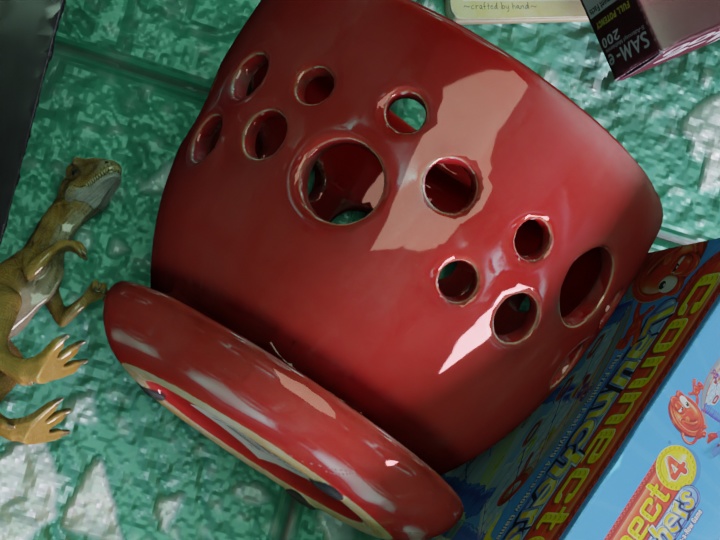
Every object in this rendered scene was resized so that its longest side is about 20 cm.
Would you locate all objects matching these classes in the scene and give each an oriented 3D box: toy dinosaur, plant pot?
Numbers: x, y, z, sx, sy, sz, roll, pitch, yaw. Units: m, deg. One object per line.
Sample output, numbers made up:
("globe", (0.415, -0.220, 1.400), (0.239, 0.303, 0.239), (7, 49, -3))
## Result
("toy dinosaur", (-0.175, 0.031, 0.898), (0.200, 0.061, 0.106), (-37, 58, -17))
("plant pot", (0.000, 0.000, 0.864), (0.200, 0.200, 0.183), (35, 79, -6))

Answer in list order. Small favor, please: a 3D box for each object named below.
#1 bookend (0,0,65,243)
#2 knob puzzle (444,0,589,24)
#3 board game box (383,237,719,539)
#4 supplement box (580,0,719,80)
("bookend", (-0.173, -0.122, 0.861), (0.092, 0.200, 0.200), (14, 96, -11))
("knob puzzle", (0.122, -0.226, 1.014), (0.218, 0.030, 0.221), (2, 81, -13))
("board game box", (0.096, 0.084, 0.870), (0.056, 0.196, 0.200), (38, 74, -11))
("supplement box", (0.136, -0.205, 0.967), (0.108, 0.061, 0.201), (-24, 89, -16))
